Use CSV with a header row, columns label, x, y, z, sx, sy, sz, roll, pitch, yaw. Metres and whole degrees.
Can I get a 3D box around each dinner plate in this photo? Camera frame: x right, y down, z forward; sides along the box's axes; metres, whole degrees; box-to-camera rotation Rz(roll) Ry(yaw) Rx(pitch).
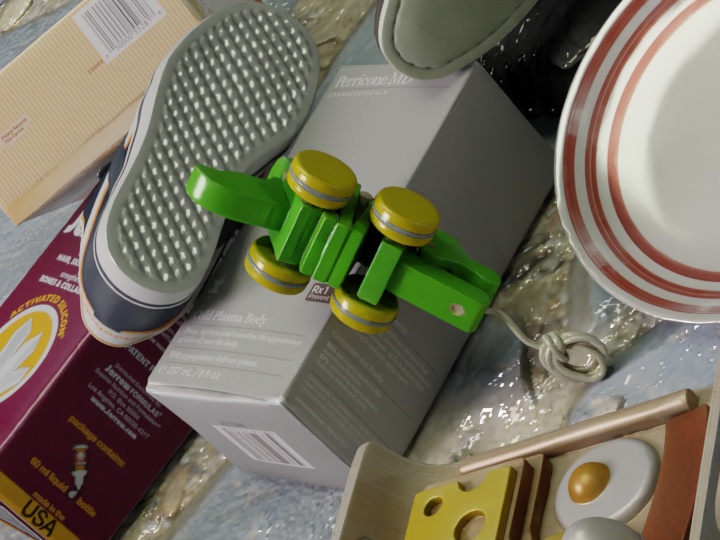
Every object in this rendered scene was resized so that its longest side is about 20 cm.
label,x,y,z,sx,sy,sz,roll,pitch,yaw
dinner plate,0.172,-0.067,1.006,0.199,0.024,0.202,-19,57,31

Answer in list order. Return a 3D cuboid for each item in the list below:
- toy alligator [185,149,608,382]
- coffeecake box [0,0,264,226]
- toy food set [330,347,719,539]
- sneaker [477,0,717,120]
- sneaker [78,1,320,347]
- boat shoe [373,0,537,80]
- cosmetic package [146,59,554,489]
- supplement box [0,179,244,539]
label,x,y,z,sx,sy,sz,roll,pitch,yaw
toy alligator,0.019,-0.007,1.025,0.054,0.199,0.060,-75,10,-62
coffeecake box,-0.135,-0.110,1.339,0.153,0.073,0.200,-39,0,11
toy food set,0.064,0.104,0.935,0.199,0.060,0.144,-20,39,36
sneaker,0.103,-0.101,1.132,0.199,0.060,0.105,-28,31,19
sneaker,-0.087,-0.048,1.149,0.079,0.078,0.201,-51,8,51
boat shoe,0.066,-0.181,1.100,0.202,0.072,0.061,-57,29,-1
cosmetic package,0.000,0.000,1.112,0.106,0.090,0.201,1,57,47
supplement box,-0.134,0.043,1.225,0.200,0.086,0.110,-54,31,-14
